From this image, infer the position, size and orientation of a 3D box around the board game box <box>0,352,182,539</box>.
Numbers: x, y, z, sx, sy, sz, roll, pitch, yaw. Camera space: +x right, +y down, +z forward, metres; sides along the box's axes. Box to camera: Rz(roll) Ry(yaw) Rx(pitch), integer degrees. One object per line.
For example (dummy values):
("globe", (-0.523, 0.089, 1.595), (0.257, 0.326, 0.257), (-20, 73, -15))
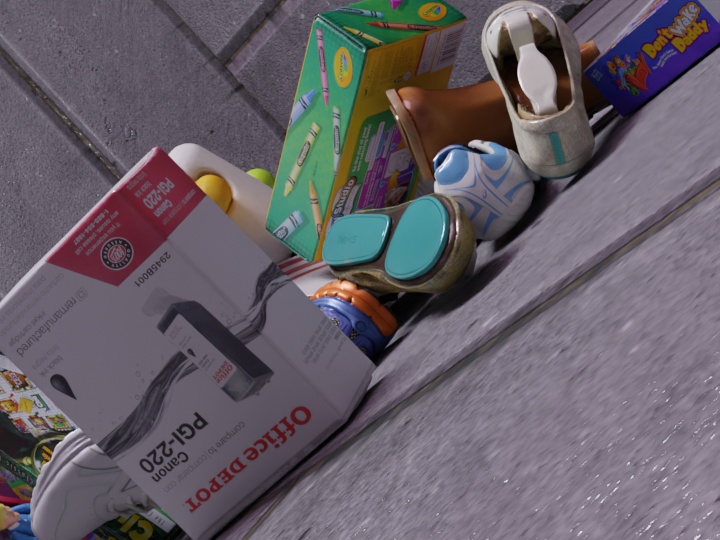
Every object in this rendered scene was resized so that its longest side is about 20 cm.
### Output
("board game box", (-0.201, 0.125, 1.344), (0.105, 0.200, 0.023), (-44, -22, -35))

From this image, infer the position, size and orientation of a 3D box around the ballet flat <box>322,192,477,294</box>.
("ballet flat", (0.040, -0.012, 1.231), (0.071, 0.071, 0.200), (-44, 16, -18))

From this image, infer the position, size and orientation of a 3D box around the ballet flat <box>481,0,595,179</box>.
("ballet flat", (0.123, -0.145, 1.277), (0.067, 0.062, 0.200), (-19, 42, 4))

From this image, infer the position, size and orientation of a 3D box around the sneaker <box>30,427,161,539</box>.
("sneaker", (-0.138, 0.134, 1.248), (0.200, 0.099, 0.078), (-42, -23, 8))

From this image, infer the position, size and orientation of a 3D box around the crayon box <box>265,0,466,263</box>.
("crayon box", (0.003, -0.114, 1.434), (0.119, 0.058, 0.200), (-24, -39, -43))

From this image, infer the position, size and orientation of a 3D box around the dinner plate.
("dinner plate", (0.000, 0.000, 1.418), (0.200, 0.024, 0.200), (-14, 9, 2))

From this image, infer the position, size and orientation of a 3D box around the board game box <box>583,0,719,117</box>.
("board game box", (0.256, -0.205, 1.302), (0.200, 0.045, 0.134), (-46, 4, -40))

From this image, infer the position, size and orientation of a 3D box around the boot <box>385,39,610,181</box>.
("boot", (0.110, -0.129, 1.376), (0.154, 0.074, 0.200), (-24, -8, 16))

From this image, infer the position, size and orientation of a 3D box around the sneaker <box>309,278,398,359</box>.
("sneaker", (-0.054, 0.071, 1.306), (0.078, 0.075, 0.200), (-50, 5, -36))

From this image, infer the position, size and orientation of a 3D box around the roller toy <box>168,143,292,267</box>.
("roller toy", (-0.150, -0.008, 1.558), (0.183, 0.140, 0.200), (-57, 10, 12))

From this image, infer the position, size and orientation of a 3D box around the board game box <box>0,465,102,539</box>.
("board game box", (-0.245, 0.188, 1.311), (0.039, 0.158, 0.200), (-48, 0, 31))

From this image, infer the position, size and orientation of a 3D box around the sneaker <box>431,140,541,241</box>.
("sneaker", (0.086, -0.064, 1.314), (0.072, 0.072, 0.200), (-44, 0, 4))

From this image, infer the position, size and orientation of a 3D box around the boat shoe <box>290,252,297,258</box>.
("boat shoe", (-0.054, 0.063, 1.566), (0.203, 0.075, 0.075), (-56, 42, 16))

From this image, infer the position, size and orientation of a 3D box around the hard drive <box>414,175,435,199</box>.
("hard drive", (0.007, -0.056, 1.598), (0.038, 0.140, 0.200), (-47, 5, -41))

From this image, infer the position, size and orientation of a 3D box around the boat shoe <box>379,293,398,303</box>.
("boat shoe", (-0.037, 0.049, 1.458), (0.075, 0.062, 0.200), (-15, 8, 45))

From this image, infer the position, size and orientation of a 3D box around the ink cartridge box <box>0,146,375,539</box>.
("ink cartridge box", (-0.112, 0.049, 1.141), (0.146, 0.200, 0.085), (-42, 9, 25))
